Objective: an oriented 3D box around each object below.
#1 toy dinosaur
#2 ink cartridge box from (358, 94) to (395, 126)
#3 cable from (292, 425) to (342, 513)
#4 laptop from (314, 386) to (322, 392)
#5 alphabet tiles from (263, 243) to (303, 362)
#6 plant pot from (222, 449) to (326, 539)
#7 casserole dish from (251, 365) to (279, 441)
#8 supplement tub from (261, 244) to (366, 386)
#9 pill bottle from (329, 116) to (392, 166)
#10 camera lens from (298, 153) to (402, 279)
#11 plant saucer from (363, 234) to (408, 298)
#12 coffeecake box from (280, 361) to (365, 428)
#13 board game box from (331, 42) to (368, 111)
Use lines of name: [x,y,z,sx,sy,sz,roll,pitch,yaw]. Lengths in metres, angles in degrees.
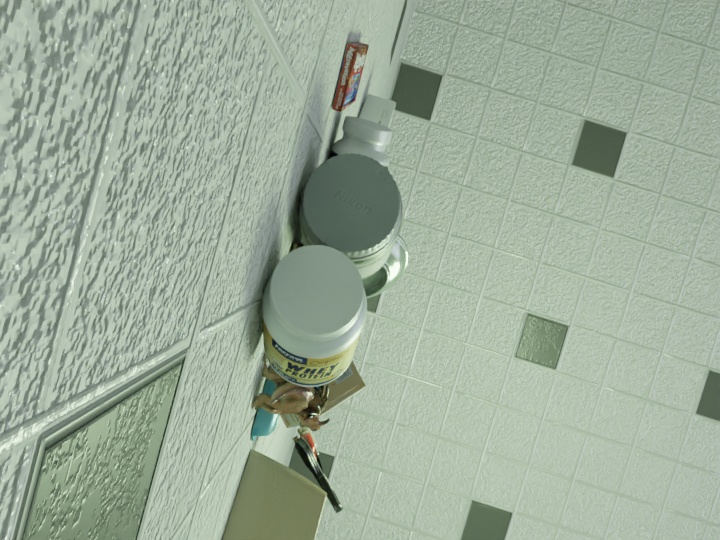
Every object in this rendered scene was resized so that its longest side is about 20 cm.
toy dinosaur: [-0.111,0.220,1.107,0.200,0.132,0.088,101,6,-73]
ink cartridge box: [0.024,-0.337,1.683,0.202,0.082,0.147,106,0,-48]
cable: [-0.085,0.418,1.358,0.050,0.202,0.097,-32,168,-17]
laptop: [-0.090,0.099,1.238,0.178,0.101,0.204,-83,-171,-73]
alphabet tiles: [-0.130,0.053,1.091,0.167,0.007,0.205,-80,-174,-89]
plant pot: [-0.170,0.507,1.307,0.201,0.173,0.204,107,0,-66]
casserole dish: [-0.165,0.234,1.234,0.121,0.038,0.205,106,-1,-80]
supplement tub: [-0.066,0.066,0.884,0.201,0.141,0.147,105,2,-63]
pill bottle: [-0.010,-0.177,1.195,0.116,0.113,0.204,-72,178,-72]
camera lens: [-0.017,-0.076,0.992,0.200,0.156,0.164,103,3,-79]
plant saucer: [0.000,0.000,1.214,0.051,0.195,0.203,-103,-159,-43]
coffeecake box: [-0.093,0.266,1.366,0.152,0.074,0.200,-29,175,-23]
board game box: [-0.015,-0.337,1.092,0.201,0.019,0.105,-73,177,-69]
